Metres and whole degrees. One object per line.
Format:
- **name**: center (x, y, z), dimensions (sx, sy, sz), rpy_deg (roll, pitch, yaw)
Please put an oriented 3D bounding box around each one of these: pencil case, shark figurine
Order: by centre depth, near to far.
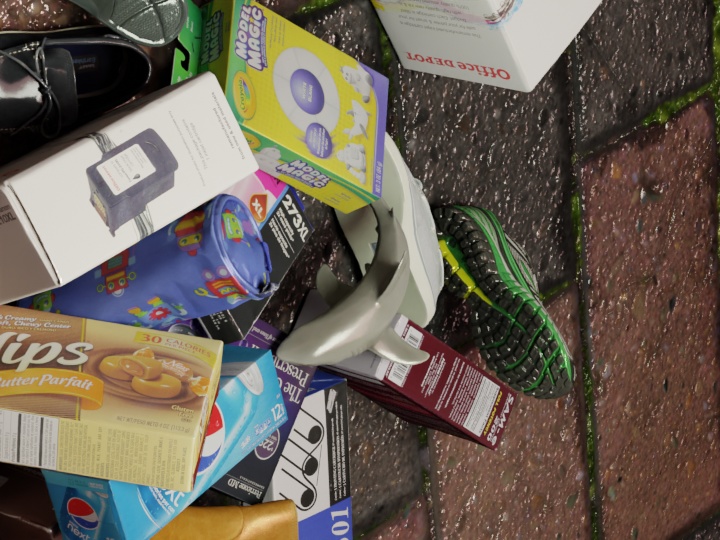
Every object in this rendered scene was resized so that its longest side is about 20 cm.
- **pencil case**: center (-0.155, 0.012, 1.633), dimensions (0.087, 0.200, 0.078), rpy_deg (33, 42, -51)
- **shark figurine**: center (0.015, -0.011, 1.818), dimensions (0.128, 0.090, 0.215), rpy_deg (17, 57, -9)

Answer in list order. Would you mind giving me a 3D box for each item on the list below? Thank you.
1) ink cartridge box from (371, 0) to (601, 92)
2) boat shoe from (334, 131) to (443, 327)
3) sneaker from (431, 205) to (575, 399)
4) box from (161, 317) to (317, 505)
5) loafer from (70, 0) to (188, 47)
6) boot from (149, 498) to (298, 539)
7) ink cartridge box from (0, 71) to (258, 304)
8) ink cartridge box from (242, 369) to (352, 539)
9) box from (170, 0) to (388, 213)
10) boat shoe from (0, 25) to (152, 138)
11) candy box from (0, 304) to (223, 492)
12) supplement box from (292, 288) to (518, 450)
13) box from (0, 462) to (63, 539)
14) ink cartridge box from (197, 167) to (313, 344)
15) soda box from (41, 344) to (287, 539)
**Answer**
- **ink cartridge box**: center (0.092, -0.276, 1.865), dimensions (0.146, 0.147, 0.200), rpy_deg (-52, 136, -26)
- **boat shoe**: center (0.027, -0.046, 1.934), dimensions (0.072, 0.070, 0.201), rpy_deg (-58, 139, -52)
- **sneaker**: center (0.139, 0.023, 2.004), dimensions (0.085, 0.078, 0.200), rpy_deg (-16, 73, -50)
- **box**: center (-0.137, 0.090, 1.772), dimensions (0.200, 0.079, 0.141), rpy_deg (31, 81, -49)
- **loafer**: center (-0.211, -0.233, 1.605), dimensions (0.072, 0.063, 0.200), rpy_deg (-47, 123, 5)
- **boot**: center (-0.119, 0.201, 1.767), dimensions (0.144, 0.071, 0.201), rpy_deg (-17, 141, -17)
- **ink cartridge box**: center (-0.197, -0.054, 1.589), dimensions (0.200, 0.145, 0.084), rpy_deg (-33, 101, -39)
- **ink cartridge box**: center (-0.054, 0.195, 1.924), dimensions (0.094, 0.044, 0.201), rpy_deg (-21, 117, -42)
- **box**: center (-0.064, -0.137, 1.755), dimensions (0.200, 0.048, 0.118), rpy_deg (24, 57, -37)
- **boat shoe**: center (-0.232, -0.135, 1.602), dimensions (0.200, 0.062, 0.075), rpy_deg (-19, 117, -43)
- **candy box**: center (-0.204, 0.086, 1.572), dimensions (0.116, 0.199, 0.055), rpy_deg (-78, 176, -56)
- **supplement box**: center (0.039, 0.088, 1.948), dimensions (0.200, 0.109, 0.061), rpy_deg (35, 75, -49)
- **box**: center (-0.216, 0.237, 1.709), dimensions (0.075, 0.100, 0.200), rpy_deg (-44, 132, -33)
- **ink cartridge box**: center (-0.089, -0.036, 1.752), dimensions (0.095, 0.037, 0.200), rpy_deg (61, 32, -23)
- **soda box**: center (-0.140, 0.127, 1.644), dimensions (0.200, 0.068, 0.064), rpy_deg (-40, 125, -46)
